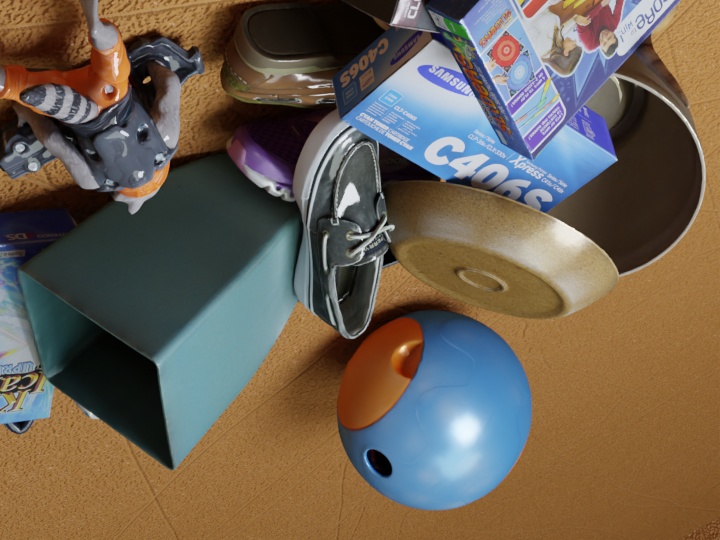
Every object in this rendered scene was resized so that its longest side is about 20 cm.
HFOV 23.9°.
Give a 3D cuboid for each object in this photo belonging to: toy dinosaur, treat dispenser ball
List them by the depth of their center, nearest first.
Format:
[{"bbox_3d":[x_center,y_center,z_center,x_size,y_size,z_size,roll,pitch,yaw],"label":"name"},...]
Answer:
[{"bbox_3d":[0.195,-0.179,1.178,0.105,0.200,0.061,1,121,26],"label":"toy dinosaur"},{"bbox_3d":[0.075,0.141,1.734,0.199,0.202,0.201,-20,155,-10],"label":"treat dispenser ball"}]

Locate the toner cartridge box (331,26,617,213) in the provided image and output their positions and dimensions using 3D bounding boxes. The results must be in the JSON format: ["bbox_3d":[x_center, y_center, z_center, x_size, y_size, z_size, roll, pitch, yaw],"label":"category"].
[{"bbox_3d":[0.084,-0.108,1.217,0.199,0.043,0.095,26,128,-37],"label":"toner cartridge box"}]

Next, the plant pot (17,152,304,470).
[{"bbox_3d":[-0.135,0.013,1.310,0.200,0.141,0.142,-45,154,-29],"label":"plant pot"}]

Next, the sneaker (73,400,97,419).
[{"bbox_3d":[-0.208,0.051,1.445,0.076,0.081,0.200,-11,151,-23],"label":"sneaker"}]

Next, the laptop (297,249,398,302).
[{"bbox_3d":[0.000,0.000,1.503,0.176,0.104,0.200,-21,155,-7],"label":"laptop"}]

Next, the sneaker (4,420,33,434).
[{"bbox_3d":[-0.278,0.067,1.420,0.065,0.079,0.201,-10,150,-24],"label":"sneaker"}]

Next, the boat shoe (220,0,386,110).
[{"bbox_3d":[-0.007,-0.155,1.240,0.198,0.072,0.068,1,148,-24],"label":"boat shoe"}]

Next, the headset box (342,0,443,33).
[{"bbox_3d":[0.073,-0.227,1.079,0.199,0.075,0.150,0,114,-42],"label":"headset box"}]

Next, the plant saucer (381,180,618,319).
[{"bbox_3d":[0.098,-0.007,1.308,0.199,0.036,0.200,19,163,6],"label":"plant saucer"}]

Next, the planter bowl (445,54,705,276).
[{"bbox_3d":[0.170,-0.110,1.355,0.198,0.135,0.201,3,129,4],"label":"planter bowl"}]

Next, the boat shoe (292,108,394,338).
[{"bbox_3d":[-0.005,-0.033,1.279,0.072,0.071,0.201,-30,144,-28],"label":"boat shoe"}]

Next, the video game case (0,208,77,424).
[{"bbox_3d":[-0.322,0.045,1.299,0.199,0.046,0.182,-6,130,-31],"label":"video game case"}]

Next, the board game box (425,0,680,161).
[{"bbox_3d":[0.142,-0.186,1.083,0.200,0.034,0.136,-46,136,-11],"label":"board game box"}]

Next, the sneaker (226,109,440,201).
[{"bbox_3d":[-0.010,-0.107,1.325,0.199,0.081,0.089,-2,135,-35],"label":"sneaker"}]

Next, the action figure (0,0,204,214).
[{"bbox_3d":[-0.200,-0.094,1.145,0.199,0.105,0.194,-30,145,9],"label":"action figure"}]

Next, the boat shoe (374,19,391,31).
[{"bbox_3d":[0.099,-0.214,1.209,0.199,0.071,0.063,-16,148,-22],"label":"boat shoe"}]
